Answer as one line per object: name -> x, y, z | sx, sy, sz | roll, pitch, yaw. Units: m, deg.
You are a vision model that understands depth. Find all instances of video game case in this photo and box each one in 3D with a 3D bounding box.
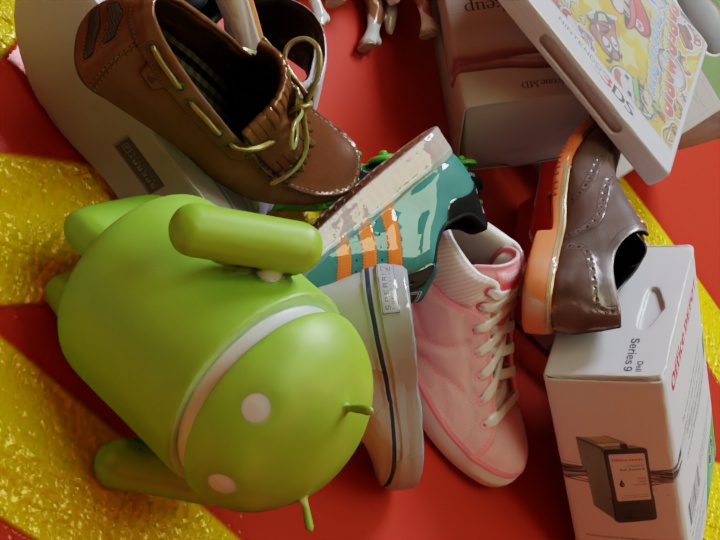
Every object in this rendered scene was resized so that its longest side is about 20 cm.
video game case -> 0.181, -0.183, 1.112 | 0.182, 0.023, 0.200 | 48, 37, -16

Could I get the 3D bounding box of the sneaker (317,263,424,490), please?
sneaker -> 0.000, 0.065, 0.898 | 0.201, 0.070, 0.073 | 82, 3, -50

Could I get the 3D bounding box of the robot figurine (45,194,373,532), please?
robot figurine -> -0.075, 0.040, 0.780 | 0.200, 0.176, 0.115 | 40, 32, 28

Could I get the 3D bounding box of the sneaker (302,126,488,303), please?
sneaker -> 0.000, 0.000, 0.920 | 0.200, 0.071, 0.080 | -41, 98, -21

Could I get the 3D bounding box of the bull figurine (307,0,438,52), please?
bull figurine -> -0.019, -0.230, 1.100 | 0.199, 0.065, 0.122 | 5, 68, -49

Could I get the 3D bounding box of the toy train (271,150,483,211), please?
toy train -> 0.012, -0.057, 1.037 | 0.199, 0.056, 0.042 | -1, 80, -51

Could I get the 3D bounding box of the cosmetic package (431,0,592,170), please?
cosmetic package -> 0.107, -0.186, 1.152 | 0.087, 0.102, 0.201 | 89, -8, -62

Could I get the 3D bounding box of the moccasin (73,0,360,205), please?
moccasin -> -0.063, -0.095, 0.843 | 0.201, 0.077, 0.074 | 37, 49, -42

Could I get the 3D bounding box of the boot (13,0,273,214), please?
boot -> -0.122, -0.097, 0.898 | 0.201, 0.073, 0.096 | 61, 29, -17

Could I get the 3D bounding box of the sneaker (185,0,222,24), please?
sneaker -> -0.148, -0.188, 0.904 | 0.199, 0.077, 0.112 | -4, 62, -58

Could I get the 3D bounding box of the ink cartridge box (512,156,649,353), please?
ink cartridge box -> 0.176, 0.011, 1.187 | 0.200, 0.067, 0.117 | 43, 40, -25

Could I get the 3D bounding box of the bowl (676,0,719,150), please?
bowl -> 0.250, -0.190, 1.315 | 0.074, 0.199, 0.201 | -35, 100, -28

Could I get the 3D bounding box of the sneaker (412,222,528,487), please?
sneaker -> 0.078, 0.046, 1.015 | 0.201, 0.104, 0.075 | 60, 34, -6

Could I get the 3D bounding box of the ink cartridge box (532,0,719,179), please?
ink cartridge box -> 0.211, -0.163, 1.237 | 0.146, 0.199, 0.048 | 57, 0, -7

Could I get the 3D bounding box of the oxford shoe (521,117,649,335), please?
oxford shoe -> 0.164, -0.029, 1.044 | 0.072, 0.072, 0.201 | 79, 24, -46

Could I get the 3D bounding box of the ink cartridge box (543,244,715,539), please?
ink cartridge box -> 0.195, 0.101, 1.073 | 0.146, 0.083, 0.201 | -64, 147, -48

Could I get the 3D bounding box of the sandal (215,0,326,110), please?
sandal -> -0.049, -0.136, 0.921 | 0.207, 0.059, 0.080 | 81, -12, -68
